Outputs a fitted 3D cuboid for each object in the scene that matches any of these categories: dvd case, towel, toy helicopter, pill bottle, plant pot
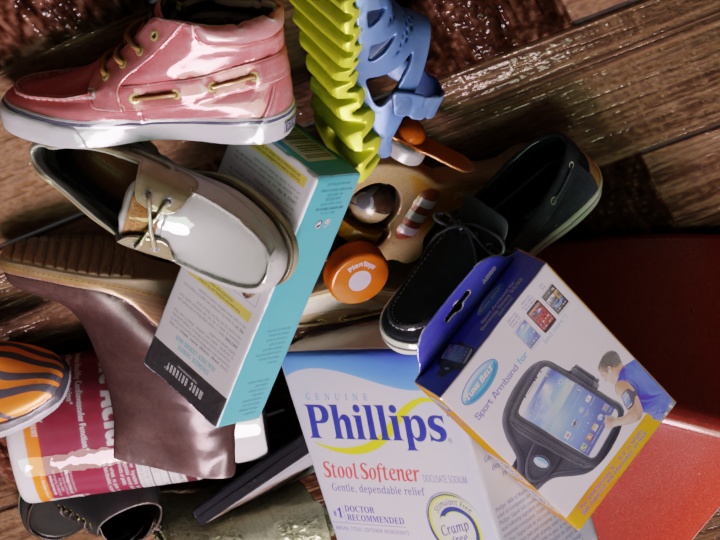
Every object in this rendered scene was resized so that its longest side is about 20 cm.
[{"bbox_3d":[-0.033,0.148,1.701,0.142,0.018,0.199,-37,170,34],"label":"dvd case"},{"bbox_3d":[-0.106,0.210,1.754,0.147,0.037,0.200,-9,-172,-11],"label":"towel"},{"bbox_3d":[0.048,-0.064,1.484,0.198,0.079,0.133,-12,131,-18],"label":"toy helicopter"},{"bbox_3d":[-0.175,0.115,1.632,0.198,0.115,0.115,-8,145,-1],"label":"pill bottle"},{"bbox_3d":[0.197,0.087,1.622,0.175,0.201,0.201,13,140,-12],"label":"plant pot"}]

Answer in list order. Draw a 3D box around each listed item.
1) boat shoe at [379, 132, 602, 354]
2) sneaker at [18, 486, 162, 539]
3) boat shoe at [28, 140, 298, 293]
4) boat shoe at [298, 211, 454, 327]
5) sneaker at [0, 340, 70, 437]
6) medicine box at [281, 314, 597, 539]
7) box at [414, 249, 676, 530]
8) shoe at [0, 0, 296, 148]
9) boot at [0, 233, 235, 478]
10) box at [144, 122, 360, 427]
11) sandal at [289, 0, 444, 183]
[{"bbox_3d":[0.086,-0.022,1.446,0.200,0.075,0.062,-42,137,-8],"label":"boat shoe"},{"bbox_3d":[-0.233,0.200,1.742,0.074,0.107,0.200,15,138,-30],"label":"sneaker"},{"bbox_3d":[-0.135,-0.039,1.366,0.068,0.199,0.075,-22,135,-56],"label":"boat shoe"},{"bbox_3d":[0.000,0.000,1.559,0.198,0.075,0.067,-6,156,0],"label":"boat shoe"},{"bbox_3d":[-0.323,0.067,1.543,0.198,0.078,0.112,-2,144,14],"label":"sneaker"},{"bbox_3d":[0.057,0.132,1.545,0.181,0.202,0.103,-4,-161,47],"label":"medicine box"},{"bbox_3d":[0.125,0.079,1.433,0.119,0.041,0.200,-51,126,-7],"label":"box"},{"bbox_3d":[-0.141,-0.135,1.343,0.198,0.072,0.092,1,122,7],"label":"shoe"},{"bbox_3d":[-0.177,0.068,1.525,0.198,0.072,0.168,11,114,3],"label":"boot"},{"bbox_3d":[-0.076,0.001,1.410,0.049,0.082,0.201,-8,128,-50],"label":"box"},{"bbox_3d":[0.008,-0.151,1.353,0.087,0.080,0.201,-27,146,-14],"label":"sandal"}]
